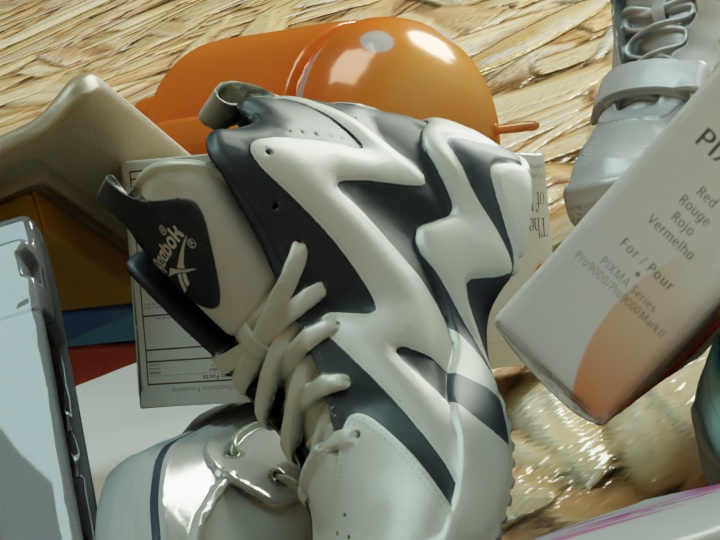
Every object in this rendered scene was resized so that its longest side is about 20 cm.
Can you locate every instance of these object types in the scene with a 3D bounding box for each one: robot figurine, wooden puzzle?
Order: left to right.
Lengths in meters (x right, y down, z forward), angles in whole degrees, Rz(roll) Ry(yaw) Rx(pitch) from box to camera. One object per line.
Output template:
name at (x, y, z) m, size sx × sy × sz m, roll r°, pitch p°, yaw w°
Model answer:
wooden puzzle at (-0.141, 0.018, 0.902) m, size 0.200 × 0.037 × 0.185 m, roll -28°, pitch -23°, yaw 9°
robot figurine at (-0.018, -0.055, 1.182) m, size 0.200 × 0.144 × 0.117 m, roll -4°, pitch 50°, yaw 44°

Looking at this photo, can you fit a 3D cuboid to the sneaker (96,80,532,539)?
sneaker at (-0.023, 0.023, 0.760) m, size 0.079 × 0.129 × 0.200 m, roll -47°, pitch 26°, yaw 53°

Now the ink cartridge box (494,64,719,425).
ink cartridge box at (0.138, -0.047, 0.776) m, size 0.200 × 0.050 × 0.162 m, roll -46°, pitch -9°, yaw 17°

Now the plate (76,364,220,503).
plate at (-0.135, 0.082, 0.995) m, size 0.199 × 0.032 × 0.200 m, roll -8°, pitch 19°, yaw 33°

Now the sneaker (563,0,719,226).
sneaker at (0.130, -0.097, 1.156) m, size 0.075 × 0.115 × 0.200 m, roll -9°, pitch 18°, yaw 30°

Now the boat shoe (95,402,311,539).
boat shoe at (-0.031, 0.075, 0.817) m, size 0.067 × 0.074 × 0.200 m, roll -18°, pitch 14°, yaw 12°

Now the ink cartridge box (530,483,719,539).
ink cartridge box at (0.029, 0.088, 0.608) m, size 0.196 × 0.043 × 0.200 m, roll -15°, pitch -4°, yaw -36°

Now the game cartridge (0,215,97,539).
game cartridge at (-0.144, 0.085, 0.773) m, size 0.133 × 0.042 × 0.200 m, roll -19°, pitch 57°, yaw 8°

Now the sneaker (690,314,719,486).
sneaker at (0.132, 0.034, 0.758) m, size 0.074 × 0.082 × 0.200 m, roll -17°, pitch 15°, yaw 1°

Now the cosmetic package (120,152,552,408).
cosmetic package at (0.000, 0.000, 0.910) m, size 0.051 × 0.083 × 0.200 m, roll -3°, pitch 1°, yaw 34°
